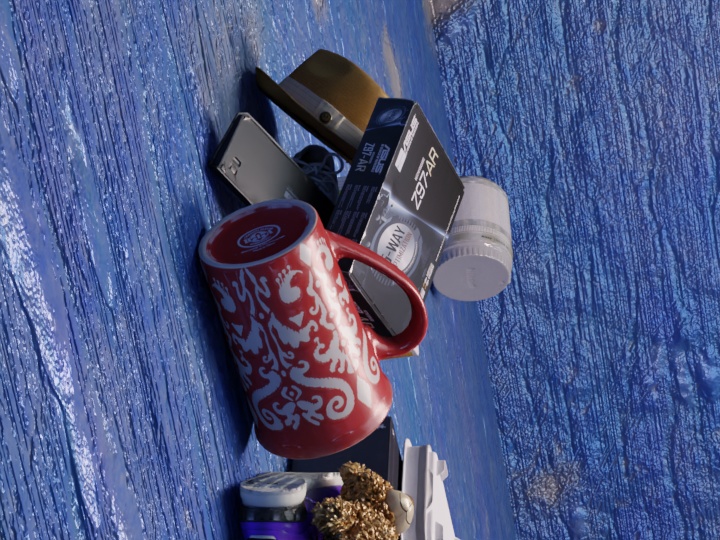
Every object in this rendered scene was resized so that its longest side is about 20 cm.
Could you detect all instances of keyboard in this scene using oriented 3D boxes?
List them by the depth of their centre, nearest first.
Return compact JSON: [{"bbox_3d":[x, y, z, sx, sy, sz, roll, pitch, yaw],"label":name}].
[{"bbox_3d":[-0.075,-0.041,1.364,0.200,0.021,0.127,46,50,-33],"label":"keyboard"}]

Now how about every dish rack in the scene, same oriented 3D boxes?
[{"bbox_3d":[0.079,0.290,1.507,0.172,0.043,0.200,-83,162,-55],"label":"dish rack"}]

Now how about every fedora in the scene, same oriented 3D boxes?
[{"bbox_3d":[-0.017,-0.168,1.521,0.201,0.082,0.201,38,0,0],"label":"fedora"}]

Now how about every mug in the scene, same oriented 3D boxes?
[{"bbox_3d":[-0.048,0.036,1.294,0.178,0.133,0.200,-42,127,-32],"label":"mug"}]

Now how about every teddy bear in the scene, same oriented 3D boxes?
[{"bbox_3d":[0.007,0.246,1.249,0.145,0.067,0.200,53,25,0],"label":"teddy bear"}]

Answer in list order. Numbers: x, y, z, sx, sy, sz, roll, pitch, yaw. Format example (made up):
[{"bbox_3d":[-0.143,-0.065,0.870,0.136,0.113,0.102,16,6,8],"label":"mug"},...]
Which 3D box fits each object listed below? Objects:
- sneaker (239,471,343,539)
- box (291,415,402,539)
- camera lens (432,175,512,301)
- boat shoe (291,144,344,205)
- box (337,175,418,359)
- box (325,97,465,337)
[{"bbox_3d":[-0.064,0.233,1.299,0.200,0.069,0.100,13,77,-75],"label":"sneaker"},{"bbox_3d":[-0.005,0.282,1.459,0.200,0.104,0.182,-86,166,-51],"label":"box"},{"bbox_3d":[0.202,-0.064,2.717,0.160,0.160,0.200,69,16,-51],"label":"camera lens"},{"bbox_3d":[-0.050,-0.083,1.483,0.202,0.075,0.086,-78,-168,-67],"label":"boat shoe"},{"bbox_3d":[0.000,0.000,1.684,0.101,0.112,0.200,55,30,-68],"label":"box"},{"bbox_3d":[0.031,-0.044,1.432,0.160,0.043,0.200,55,49,-51],"label":"box"}]
